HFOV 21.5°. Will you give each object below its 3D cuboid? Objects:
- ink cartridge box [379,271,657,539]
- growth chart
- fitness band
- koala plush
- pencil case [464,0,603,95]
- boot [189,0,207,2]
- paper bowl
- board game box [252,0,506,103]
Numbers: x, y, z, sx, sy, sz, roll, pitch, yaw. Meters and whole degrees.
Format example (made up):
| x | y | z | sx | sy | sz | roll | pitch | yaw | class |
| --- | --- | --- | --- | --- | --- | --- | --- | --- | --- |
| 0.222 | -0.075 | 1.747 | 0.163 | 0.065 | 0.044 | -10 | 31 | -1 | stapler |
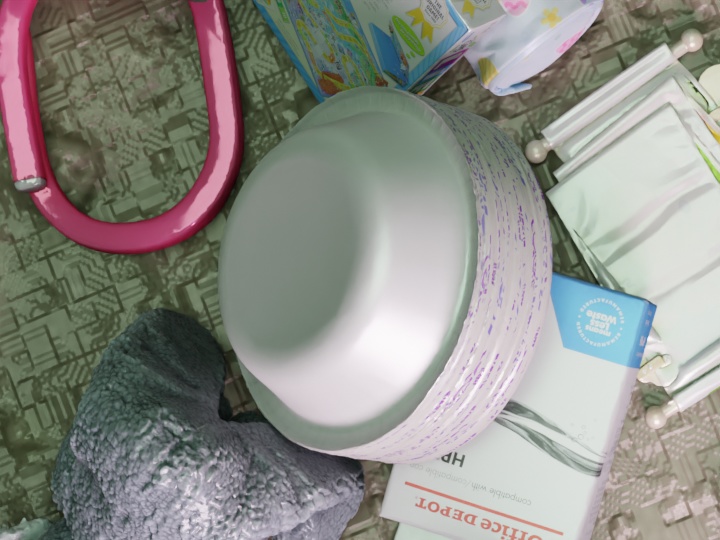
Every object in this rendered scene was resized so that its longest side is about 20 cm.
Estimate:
| x | y | z | sx | sy | sz | roll | pitch | yaw | class |
| --- | --- | --- | --- | --- | --- | --- | --- | --- | --- |
| 0.085 | 0.099 | 1.079 | 0.115 | 0.068 | 0.202 | 16 | 90 | 13 | ink cartridge box |
| 0.189 | -0.028 | 1.112 | 0.144 | 0.018 | 0.201 | -26 | 84 | 3 | growth chart |
| -0.144 | -0.110 | 1.139 | 0.142 | 0.037 | 0.202 | -9 | 86 | 4 | fitness band |
| -0.128 | 0.151 | 1.063 | 0.177 | 0.184 | 0.200 | 39 | 102 | 7 | koala plush |
| 0.054 | -0.201 | 1.105 | 0.091 | 0.083 | 0.201 | -39 | 83 | 19 | pencil case |
| -0.134 | -0.246 | 1.116 | 0.137 | 0.078 | 0.202 | 9 | 74 | 9 | boot |
| 0.000 | 0.000 | 1.032 | 0.200 | 0.104 | 0.203 | -15 | 68 | 44 | paper bowl |
| -0.017 | -0.189 | 1.091 | 0.034 | 0.134 | 0.201 | -28 | 82 | -40 | board game box |
